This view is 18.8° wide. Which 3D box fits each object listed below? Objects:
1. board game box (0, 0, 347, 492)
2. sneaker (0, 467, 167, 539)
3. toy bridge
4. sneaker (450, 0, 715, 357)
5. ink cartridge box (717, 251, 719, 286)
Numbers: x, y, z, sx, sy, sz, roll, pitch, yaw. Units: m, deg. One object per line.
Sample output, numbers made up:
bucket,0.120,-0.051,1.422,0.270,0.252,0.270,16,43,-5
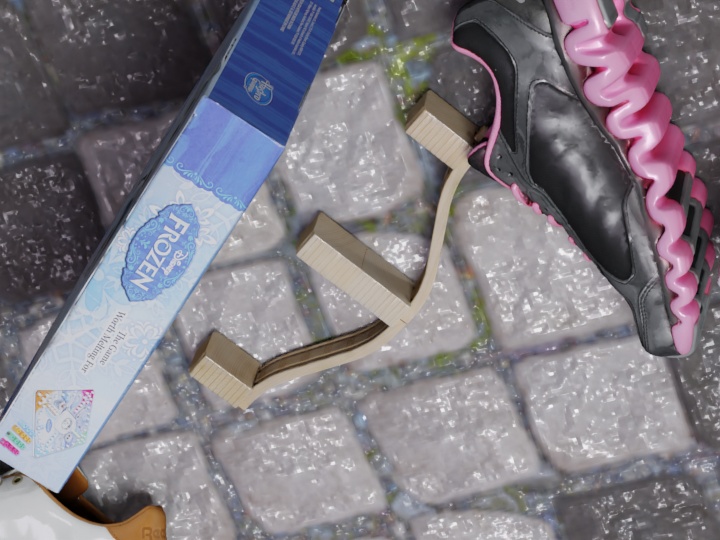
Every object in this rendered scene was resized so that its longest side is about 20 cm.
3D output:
board game box,-0.081,-0.030,0.969,0.043,0.200,0.199,32,118,-7
sneaker,-0.194,0.131,1.157,0.199,0.073,0.085,12,87,11
toy bridge,0.000,0.000,1.067,0.067,0.027,0.200,37,116,-12
sneaker,0.101,-0.048,1.003,0.095,0.079,0.201,-16,104,21
ink cartridge box,0.261,-0.064,0.955,0.146,0.084,0.200,21,119,0
